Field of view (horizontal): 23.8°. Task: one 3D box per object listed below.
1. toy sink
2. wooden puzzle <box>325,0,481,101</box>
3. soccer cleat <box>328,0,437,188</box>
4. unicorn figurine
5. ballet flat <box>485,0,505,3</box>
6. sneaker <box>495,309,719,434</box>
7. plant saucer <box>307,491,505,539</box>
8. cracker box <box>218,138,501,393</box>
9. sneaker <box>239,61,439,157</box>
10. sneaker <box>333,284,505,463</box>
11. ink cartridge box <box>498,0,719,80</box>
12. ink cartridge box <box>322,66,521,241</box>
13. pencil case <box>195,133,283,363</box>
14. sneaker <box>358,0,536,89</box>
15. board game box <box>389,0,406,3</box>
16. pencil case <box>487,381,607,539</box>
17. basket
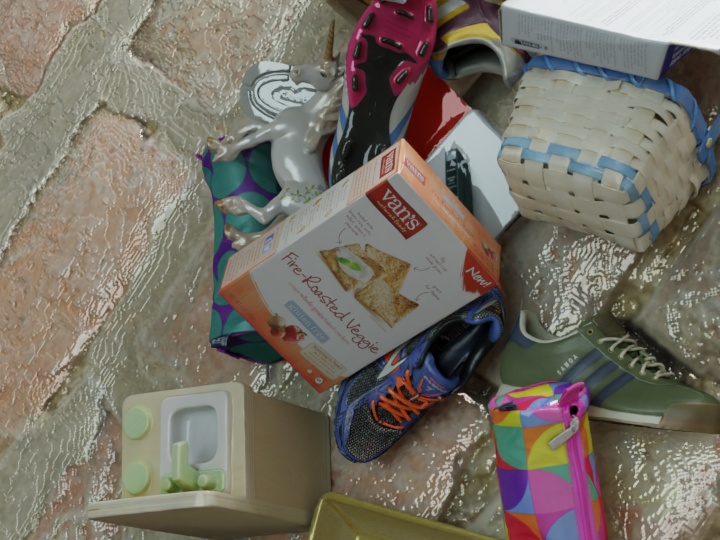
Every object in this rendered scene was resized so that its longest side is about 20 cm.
[{"bbox_3d":[-0.129,0.163,1.471,0.129,0.200,0.113,-10,73,28],"label":"toy sink"},{"bbox_3d":[0.089,-0.271,1.551,0.200,0.046,0.185,-49,60,5],"label":"wooden puzzle"},{"bbox_3d":[0.014,-0.148,1.446,0.069,0.086,0.202,16,93,-2],"label":"soccer cleat"},{"bbox_3d":[-0.064,-0.103,1.498,0.136,0.074,0.202,-12,88,7],"label":"unicorn figurine"},{"bbox_3d":[0.114,-0.300,1.442,0.069,0.070,0.201,-20,43,24],"label":"ballet flat"},{"bbox_3d":[0.200,0.077,1.378,0.199,0.067,0.091,5,87,34],"label":"sneaker"},{"bbox_3d":[0.034,0.305,1.430,0.199,0.048,0.202,11,84,32],"label":"plant saucer"},{"bbox_3d":[0.000,0.000,1.417,0.199,0.134,0.058,-33,25,25],"label":"cracker box"},{"bbox_3d":[-0.009,-0.143,1.558,0.199,0.080,0.077,23,97,12],"label":"sneaker"},{"bbox_3d":[0.049,0.086,1.445,0.200,0.075,0.079,-51,19,10],"label":"sneaker"},{"bbox_3d":[0.246,-0.216,1.372,0.199,0.199,0.041,18,130,34],"label":"ink cartridge box"},{"bbox_3d":[0.038,-0.065,1.491,0.174,0.044,0.200,44,101,6],"label":"ink cartridge box"},{"bbox_3d":[-0.103,-0.020,1.571,0.092,0.085,0.202,-11,72,26],"label":"pencil case"},{"bbox_3d":[0.061,-0.216,1.473,0.199,0.075,0.091,17,73,29],"label":"sneaker"},{"bbox_3d":[0.015,-0.326,1.462,0.198,0.043,0.201,18,69,46],"label":"board game box"},{"bbox_3d":[0.150,0.184,1.334,0.088,0.088,0.202,-4,100,29],"label":"pencil case"},{"bbox_3d":[0.209,-0.126,1.391,0.175,0.139,0.201,19,69,33],"label":"basket"}]
